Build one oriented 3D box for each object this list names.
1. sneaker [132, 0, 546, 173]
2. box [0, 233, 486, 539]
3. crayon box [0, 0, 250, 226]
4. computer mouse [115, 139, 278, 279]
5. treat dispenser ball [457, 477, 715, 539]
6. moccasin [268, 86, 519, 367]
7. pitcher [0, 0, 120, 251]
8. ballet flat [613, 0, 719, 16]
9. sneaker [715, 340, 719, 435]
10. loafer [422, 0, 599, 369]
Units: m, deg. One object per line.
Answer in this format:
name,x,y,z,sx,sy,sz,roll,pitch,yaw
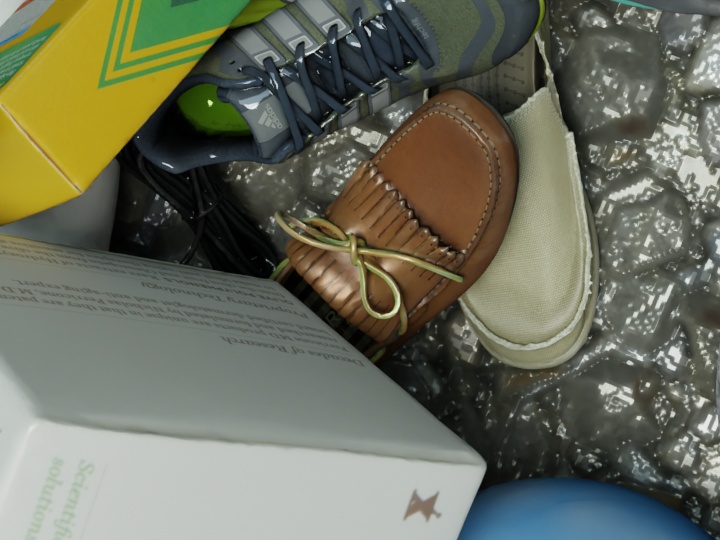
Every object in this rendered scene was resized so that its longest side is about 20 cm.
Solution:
sneaker,-0.011,-0.081,0.810,0.199,0.081,0.074,-19,118,40
box,-0.100,0.111,0.749,0.171,0.199,0.200,38,112,48
crayon box,-0.117,-0.083,0.809,0.052,0.200,0.126,48,149,-19
computer mouse,-0.111,0.024,0.864,0.046,0.141,0.200,10,52,44
treat dispenser ball,0.082,0.187,0.823,0.200,0.201,0.202,1,92,15
moccasin,-0.001,-0.001,0.863,0.074,0.078,0.201,52,130,7
pitcher,-0.190,-0.027,0.935,0.171,0.121,0.201,-7,102,17
ballet flat,0.166,-0.140,0.854,0.199,0.073,0.073,21,97,12
sneaker,0.225,0.108,0.850,0.114,0.075,0.201,-16,81,5
loafer,0.059,-0.054,0.888,0.075,0.068,0.201,-11,89,15
